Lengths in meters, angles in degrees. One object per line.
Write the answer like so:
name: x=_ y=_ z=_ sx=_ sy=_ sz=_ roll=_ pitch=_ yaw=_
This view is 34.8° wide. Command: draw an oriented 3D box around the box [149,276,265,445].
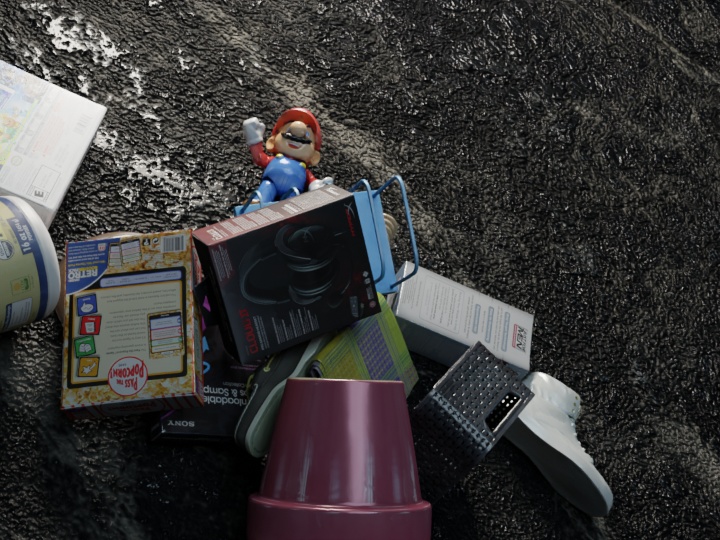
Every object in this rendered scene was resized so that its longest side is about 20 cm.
box: x=-0.179 y=0.104 z=1.343 sx=0.142 sy=0.036 sz=0.201 roll=8 pitch=63 yaw=-32

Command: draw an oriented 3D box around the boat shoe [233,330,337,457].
boat shoe: x=-0.095 y=0.134 z=1.327 sx=0.060 sy=0.072 sz=0.201 roll=13 pitch=42 yaw=24

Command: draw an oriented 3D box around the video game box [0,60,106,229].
video game box: x=-0.436 y=-0.165 z=1.430 sx=0.181 sy=0.047 sz=0.201 roll=26 pitch=47 yaw=-12

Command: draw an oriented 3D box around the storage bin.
storage bin: x=0.097 y=0.191 z=1.343 sx=0.094 sy=0.200 sz=0.135 roll=43 pitch=47 yaw=8

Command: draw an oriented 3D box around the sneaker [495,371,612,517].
sneaker: x=0.275 y=0.219 z=1.510 sx=0.200 sy=0.074 sz=0.115 roll=46 pitch=50 yaw=12

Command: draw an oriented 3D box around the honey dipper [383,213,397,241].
honey dipper: x=0.000 y=0.000 z=1.554 sx=0.038 sy=0.038 sz=0.201 roll=31 pitch=50 yaw=-4

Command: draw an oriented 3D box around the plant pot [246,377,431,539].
plant pot: x=-0.020 y=0.206 z=1.226 sx=0.199 sy=0.200 sz=0.181 roll=5 pitch=85 yaw=-26

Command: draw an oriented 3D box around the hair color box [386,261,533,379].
hair color box: x=0.132 y=0.076 z=1.550 sx=0.199 sy=0.061 sz=0.099 roll=23 pitch=48 yaw=-11

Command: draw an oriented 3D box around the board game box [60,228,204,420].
board game box: x=-0.255 y=0.059 z=1.286 sx=0.150 sy=0.046 sz=0.201 roll=-6 pitch=66 yaw=4

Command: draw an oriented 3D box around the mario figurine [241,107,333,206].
mario figurine: x=-0.100 y=-0.148 z=1.558 sx=0.123 sy=0.106 sz=0.201 roll=41 pitch=46 yaw=-35

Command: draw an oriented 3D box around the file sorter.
file sorter: x=-0.041 y=-0.036 z=1.446 sx=0.199 sy=0.123 sz=0.140 roll=-8 pitch=81 yaw=-20

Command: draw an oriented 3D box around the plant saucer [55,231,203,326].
plant saucer: x=-0.268 y=0.028 z=1.385 sx=0.199 sy=0.032 sz=0.201 roll=16 pitch=50 yaw=-19

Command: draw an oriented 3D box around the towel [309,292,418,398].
towel: x=0.006 y=0.127 z=1.398 sx=0.200 sy=0.023 sz=0.144 roll=-47 pitch=120 yaw=-53

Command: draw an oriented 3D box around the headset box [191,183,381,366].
headset box: x=-0.092 y=0.006 z=1.310 sx=0.199 sy=0.077 sz=0.150 roll=-20 pitch=110 yaw=-19

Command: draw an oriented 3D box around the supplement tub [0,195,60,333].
supplement tub: x=-0.440 y=0.010 z=1.224 sx=0.199 sy=0.145 sz=0.145 roll=-20 pitch=67 yaw=-38
